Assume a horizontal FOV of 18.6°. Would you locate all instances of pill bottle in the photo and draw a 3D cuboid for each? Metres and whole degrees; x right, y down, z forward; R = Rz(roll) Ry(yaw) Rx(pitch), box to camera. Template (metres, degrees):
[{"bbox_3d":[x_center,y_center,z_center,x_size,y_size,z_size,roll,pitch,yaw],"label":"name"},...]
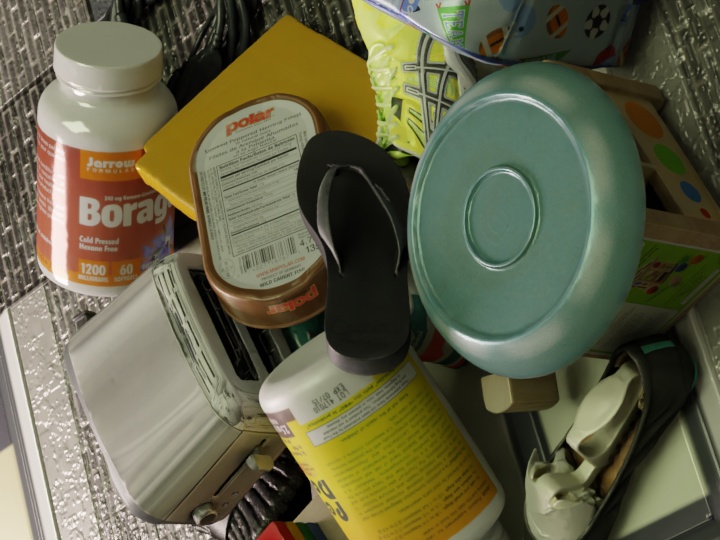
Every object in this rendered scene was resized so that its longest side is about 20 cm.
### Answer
[{"bbox_3d":[-0.202,-0.089,1.742,0.112,0.112,0.201,36,133,41],"label":"pill bottle"},{"bbox_3d":[0.025,0.135,1.496,0.109,0.109,0.200,-26,101,38],"label":"pill bottle"}]

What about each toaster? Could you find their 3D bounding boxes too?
[{"bbox_3d":[-0.126,0.077,1.583,0.129,0.113,0.200,-42,59,27],"label":"toaster"}]

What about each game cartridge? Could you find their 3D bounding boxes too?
[{"bbox_3d":[-0.054,-0.093,1.642,0.176,0.032,0.200,-43,46,-12],"label":"game cartridge"}]

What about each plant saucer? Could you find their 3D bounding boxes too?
[{"bbox_3d":[0.095,-0.033,1.379,0.200,0.027,0.201,-7,81,46],"label":"plant saucer"}]

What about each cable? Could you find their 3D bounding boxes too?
[{"bbox_3d":[-0.154,-0.204,1.808,0.163,0.051,0.201,39,115,45],"label":"cable"}]

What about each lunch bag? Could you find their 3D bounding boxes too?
[{"bbox_3d":[0.083,-0.194,1.468,0.160,0.199,0.076,36,112,40],"label":"lunch bag"}]

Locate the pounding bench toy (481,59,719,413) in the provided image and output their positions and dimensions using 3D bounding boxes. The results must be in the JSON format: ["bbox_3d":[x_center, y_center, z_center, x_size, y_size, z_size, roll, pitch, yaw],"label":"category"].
[{"bbox_3d":[0.125,-0.020,1.456,0.200,0.124,0.156,-47,55,30],"label":"pounding bench toy"}]

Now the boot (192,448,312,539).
[{"bbox_3d":[-0.085,0.116,1.667,0.158,0.079,0.212,19,108,50],"label":"boot"}]

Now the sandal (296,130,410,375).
[{"bbox_3d":[0.002,-0.022,1.465,0.043,0.076,0.201,86,174,-51],"label":"sandal"}]

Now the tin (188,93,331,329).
[{"bbox_3d":[-0.062,-0.047,1.561,0.112,0.042,0.201,-19,47,6],"label":"tin"}]

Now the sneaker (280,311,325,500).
[{"bbox_3d":[-0.002,0.106,1.600,0.080,0.071,0.201,-20,83,36],"label":"sneaker"}]

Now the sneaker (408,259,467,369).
[{"bbox_3d":[0.000,0.001,1.594,0.200,0.093,0.071,42,113,38],"label":"sneaker"}]

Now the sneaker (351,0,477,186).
[{"bbox_3d":[0.041,-0.117,1.536,0.201,0.076,0.075,62,151,5],"label":"sneaker"}]

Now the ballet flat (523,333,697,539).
[{"bbox_3d":[0.148,0.125,1.453,0.068,0.068,0.201,40,112,38],"label":"ballet flat"}]

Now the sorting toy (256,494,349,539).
[{"bbox_3d":[-0.046,0.293,1.541,0.200,0.069,0.199,-49,58,25],"label":"sorting toy"}]
